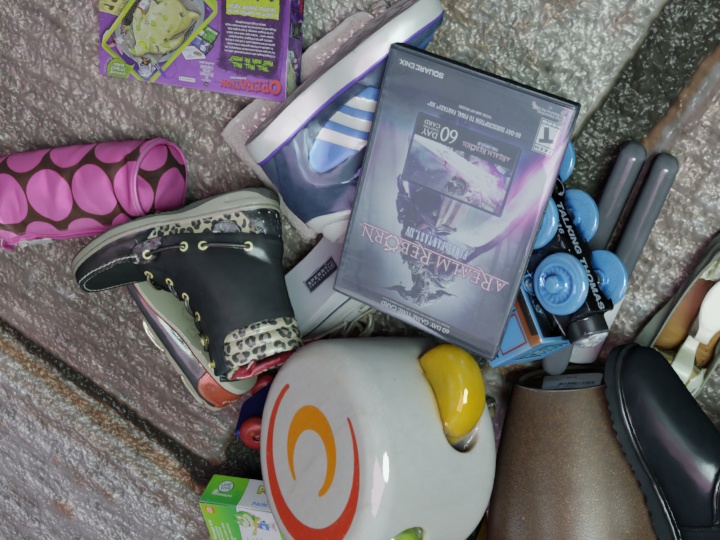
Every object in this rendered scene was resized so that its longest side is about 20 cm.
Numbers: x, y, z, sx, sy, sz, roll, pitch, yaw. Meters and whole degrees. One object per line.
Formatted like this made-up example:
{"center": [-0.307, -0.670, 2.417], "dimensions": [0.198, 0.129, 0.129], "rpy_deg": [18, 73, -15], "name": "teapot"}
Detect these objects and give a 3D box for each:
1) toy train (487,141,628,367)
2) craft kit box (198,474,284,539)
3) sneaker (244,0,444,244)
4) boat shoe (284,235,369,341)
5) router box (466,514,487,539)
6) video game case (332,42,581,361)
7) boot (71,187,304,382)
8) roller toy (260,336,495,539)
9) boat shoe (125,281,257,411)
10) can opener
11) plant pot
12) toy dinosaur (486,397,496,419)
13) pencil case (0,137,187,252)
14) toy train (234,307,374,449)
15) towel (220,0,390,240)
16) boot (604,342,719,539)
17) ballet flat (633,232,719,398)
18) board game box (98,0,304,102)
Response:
{"center": [0.125, -0.025, 0.742], "dimensions": [0.114, 0.086, 0.201], "rpy_deg": [-33, 70, 40], "name": "toy train"}
{"center": [-0.050, 0.305, 0.975], "dimensions": [0.196, 0.049, 0.201], "rpy_deg": [1, 125, 17], "name": "craft kit box"}
{"center": [0.021, -0.107, 0.757], "dimensions": [0.200, 0.081, 0.147], "rpy_deg": [-38, 107, 18], "name": "sneaker"}
{"center": [0.000, 0.000, 0.842], "dimensions": [0.200, 0.066, 0.072], "rpy_deg": [-43, 62, 17], "name": "boat shoe"}
{"center": [0.075, 0.315, 0.866], "dimensions": [0.052, 0.200, 0.158], "rpy_deg": [-2, 111, 21], "name": "router box"}
{"center": [0.063, -0.049, 0.696], "dimensions": [0.142, 0.019, 0.201], "rpy_deg": [23, 115, 19], "name": "video game case"}
{"center": [-0.151, 0.026, 0.830], "dimensions": [0.202, 0.073, 0.155], "rpy_deg": [-18, 75, 9], "name": "boot"}
{"center": [0.016, 0.144, 0.775], "dimensions": [0.182, 0.139, 0.201], "rpy_deg": [20, 105, 53], "name": "roller toy"}
{"center": [-0.182, 0.049, 0.930], "dimensions": [0.062, 0.071, 0.200], "rpy_deg": [-36, 92, 41], "name": "boat shoe"}
{"center": [0.197, -0.002, 0.768], "dimensions": [0.053, 0.067, 0.201], "rpy_deg": [22, 118, 10], "name": "can opener"}
{"center": [0.187, 0.187, 0.800], "dimensions": [0.186, 0.187, 0.201], "rpy_deg": [-4, 97, 22], "name": "plant pot"}
{"center": [0.052, 0.194, 0.878], "dimensions": [0.199, 0.088, 0.047], "rpy_deg": [-29, 140, 9], "name": "toy dinosaur"}
{"center": [-0.263, -0.071, 0.902], "dimensions": [0.199, 0.091, 0.094], "rpy_deg": [-5, 74, 24], "name": "pencil case"}
{"center": [-0.013, 0.121, 0.898], "dimensions": [0.200, 0.085, 0.116], "rpy_deg": [-37, 111, 21], "name": "toy train"}
{"center": [-0.018, -0.124, 0.818], "dimensions": [0.200, 0.034, 0.133], "rpy_deg": [-36, 95, 28], "name": "towel"}
{"center": [0.285, 0.134, 0.689], "dimensions": [0.168, 0.076, 0.201], "rpy_deg": [-22, 85, 43], "name": "boot"}
{"center": [0.266, 0.057, 0.769], "dimensions": [0.067, 0.064, 0.201], "rpy_deg": [27, 118, 9], "name": "ballet flat"}
{"center": [-0.140, -0.216, 0.810], "dimensions": [0.199, 0.032, 0.121], "rpy_deg": [13, 106, 24], "name": "board game box"}
